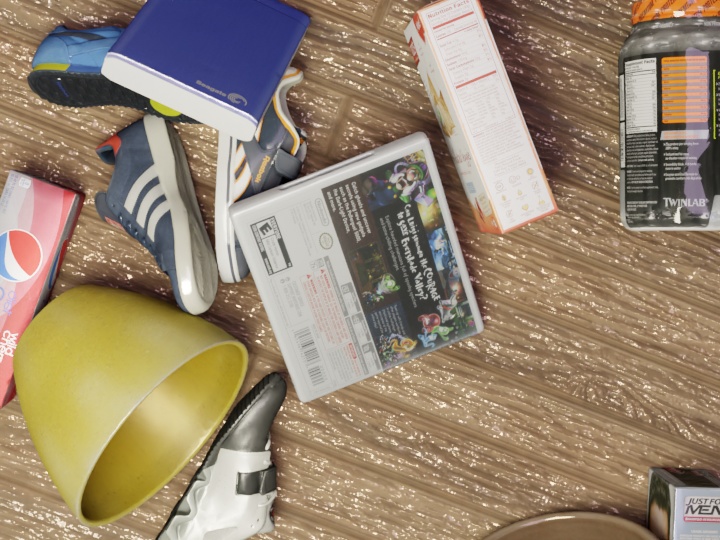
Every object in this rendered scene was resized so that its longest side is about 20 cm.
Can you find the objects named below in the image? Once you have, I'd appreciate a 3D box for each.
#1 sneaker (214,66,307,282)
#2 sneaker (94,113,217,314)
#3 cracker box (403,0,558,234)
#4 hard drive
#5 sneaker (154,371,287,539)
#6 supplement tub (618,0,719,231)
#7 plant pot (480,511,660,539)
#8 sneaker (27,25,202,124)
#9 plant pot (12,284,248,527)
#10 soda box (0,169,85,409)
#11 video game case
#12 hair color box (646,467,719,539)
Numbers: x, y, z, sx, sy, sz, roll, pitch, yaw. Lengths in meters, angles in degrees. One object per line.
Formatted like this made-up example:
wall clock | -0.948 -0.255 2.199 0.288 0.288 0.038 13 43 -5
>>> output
sneaker | -0.088 -0.089 1.242 0.078 0.078 0.203 3 91 1
sneaker | -0.183 -0.041 1.217 0.084 0.075 0.202 -21 58 5
cracker box | 0.102 -0.135 1.224 0.057 0.134 0.202 -21 93 -2
hard drive | -0.125 -0.192 1.186 0.131 0.201 0.026 24 125 -4
sneaker | -0.103 0.188 1.257 0.088 0.074 0.201 30 100 -3
supplement tub | 0.290 -0.137 1.241 0.121 0.123 0.203 0 92 -3
plant pot | 0.189 0.339 1.233 0.198 0.200 0.177 -16 110 -3
sneaker | -0.192 -0.180 1.219 0.198 0.066 0.079 9 60 16
plant pot | -0.215 0.096 1.201 0.142 0.200 0.201 39 89 17
soda box | -0.308 0.016 1.237 0.063 0.070 0.202 19 91 -4
video game case | 0.000 0.000 1.232 0.180 0.023 0.202 -21 117 -4
hair color box | 0.296 0.288 1.268 0.060 0.099 0.203 3 92 -3
